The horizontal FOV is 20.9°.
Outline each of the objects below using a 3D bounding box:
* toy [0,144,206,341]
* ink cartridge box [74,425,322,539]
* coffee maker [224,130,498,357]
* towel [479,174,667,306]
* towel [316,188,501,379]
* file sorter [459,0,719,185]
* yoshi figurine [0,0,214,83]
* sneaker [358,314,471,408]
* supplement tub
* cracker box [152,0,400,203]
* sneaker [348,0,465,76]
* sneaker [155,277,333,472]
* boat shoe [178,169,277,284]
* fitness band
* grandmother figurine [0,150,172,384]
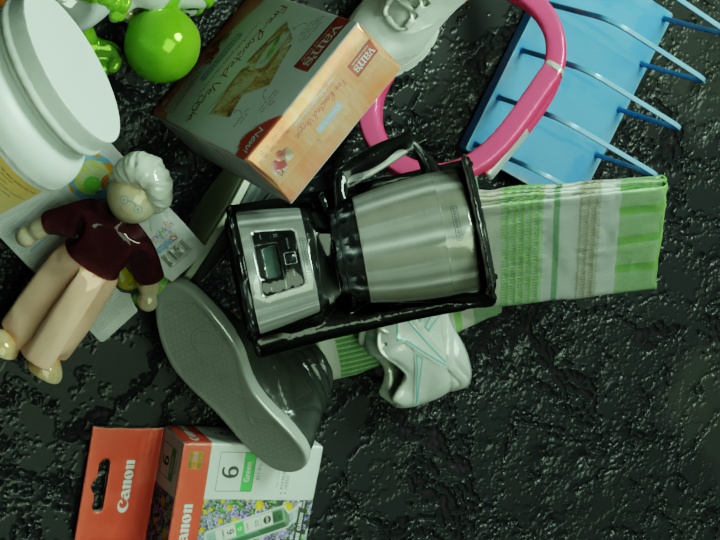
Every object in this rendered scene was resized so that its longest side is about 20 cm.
[{"bbox_3d":[-0.228,-0.054,1.541,0.115,0.047,0.200,-40,109,3],"label":"toy"},{"bbox_3d":[-0.137,0.191,1.665,0.198,0.050,0.110,4,102,-30],"label":"ink cartridge box"},{"bbox_3d":[0.000,0.000,1.530,0.198,0.136,0.193,-11,149,-1],"label":"coffee maker"},{"bbox_3d":[0.160,-0.026,1.677,0.198,0.031,0.150,-5,143,-2],"label":"towel"},{"bbox_3d":[0.027,0.004,1.716,0.199,0.023,0.154,-23,115,-23],"label":"towel"},{"bbox_3d":[0.210,-0.158,1.707,0.138,0.122,0.201,26,91,-32],"label":"file sorter"},{"bbox_3d":[-0.200,-0.190,1.493,0.198,0.112,0.113,-3,117,-29],"label":"yoshi figurine"},{"bbox_3d":[0.036,0.033,1.675,0.080,0.070,0.202,-26,118,-17],"label":"sneaker"},{"bbox_3d":[-0.288,-0.102,1.406,0.199,0.145,0.145,-27,119,13],"label":"supplement tub"},{"bbox_3d":[-0.069,-0.140,1.517,0.058,0.200,0.134,43,83,-30],"label":"cracker box"},{"bbox_3d":[0.056,-0.234,1.601,0.200,0.087,0.075,-41,79,0],"label":"sneaker"},{"bbox_3d":[-0.095,0.066,1.635,0.201,0.070,0.099,54,38,-23],"label":"sneaker"},{"bbox_3d":[-0.081,-0.067,1.605,0.066,0.074,0.201,30,83,-24],"label":"boat shoe"},{"bbox_3d":[0.085,-0.160,1.639,0.201,0.143,0.037,-52,166,-6],"label":"fitness band"},{"bbox_3d":[-0.205,-0.006,1.505,0.121,0.061,0.201,25,112,-25],"label":"grandmother figurine"}]
